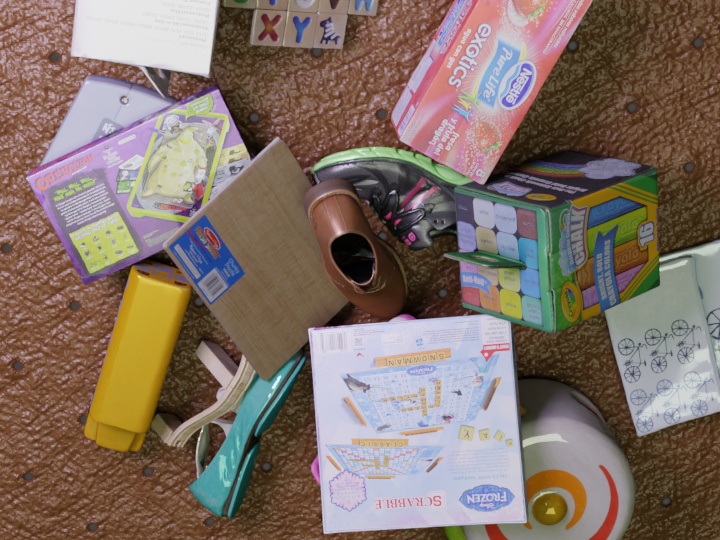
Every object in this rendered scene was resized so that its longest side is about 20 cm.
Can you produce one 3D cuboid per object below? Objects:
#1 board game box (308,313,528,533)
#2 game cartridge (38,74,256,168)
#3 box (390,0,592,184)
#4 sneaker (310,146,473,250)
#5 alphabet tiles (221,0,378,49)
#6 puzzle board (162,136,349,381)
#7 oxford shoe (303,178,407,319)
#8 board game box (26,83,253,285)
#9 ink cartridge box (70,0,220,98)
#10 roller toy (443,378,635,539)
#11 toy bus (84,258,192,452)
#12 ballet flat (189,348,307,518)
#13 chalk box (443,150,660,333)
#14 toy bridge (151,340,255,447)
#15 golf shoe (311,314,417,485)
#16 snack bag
[{"bbox_3d":[0.056,0.147,1.382,0.199,0.041,0.201,-4,86,11],"label":"board game box"},{"bbox_3d":[-0.195,-0.099,1.379,0.199,0.041,0.134,29,108,-13],"label":"game cartridge"},{"bbox_3d":[0.118,-0.196,1.334,0.094,0.103,0.201,27,104,-13],"label":"box"},{"bbox_3d":[0.047,-0.065,1.378,0.199,0.077,0.084,16,79,-9],"label":"sneaker"},{"bbox_3d":[-0.043,-0.301,1.293,0.166,0.006,0.201,-3,112,-33],"label":"alphabet tiles"},{"bbox_3d":[-0.087,-0.008,1.370,0.151,0.017,0.200,-43,130,-13],"label":"puzzle board"},{"bbox_3d":[0.000,0.000,1.363,0.071,0.072,0.200,-26,143,7],"label":"oxford shoe"},{"bbox_3d":[-0.198,-0.080,1.352,0.199,0.032,0.120,-24,113,3],"label":"board game box"},{"bbox_3d":[-0.184,-0.264,1.271,0.124,0.129,0.201,8,108,-7],"label":"ink cartridge box"},{"bbox_3d":[0.182,0.213,1.461,0.181,0.140,0.201,2,108,-6],"label":"roller toy"},{"bbox_3d":[-0.221,0.089,1.418,0.065,0.078,0.201,16,107,-10],"label":"toy bus"},{"bbox_3d":[-0.124,0.157,1.460,0.070,0.067,0.201,27,104,7],"label":"ballet flat"},{"bbox_3d":[0.170,-0.024,1.340,0.199,0.125,0.125,-20,114,-34],"label":"chalk box"},{"bbox_3d":[-0.137,0.097,1.432,0.027,0.067,0.201,18,111,-49],"label":"toy bridge"},{"bbox_3d":[0.011,0.139,1.442,0.091,0.075,0.201,0,113,-45],"label":"golf shoe"},{"bbox_3d":[0.359,0.063,1.485,0.199,0.021,0.190,-17,109,1],"label":"snack bag"}]
